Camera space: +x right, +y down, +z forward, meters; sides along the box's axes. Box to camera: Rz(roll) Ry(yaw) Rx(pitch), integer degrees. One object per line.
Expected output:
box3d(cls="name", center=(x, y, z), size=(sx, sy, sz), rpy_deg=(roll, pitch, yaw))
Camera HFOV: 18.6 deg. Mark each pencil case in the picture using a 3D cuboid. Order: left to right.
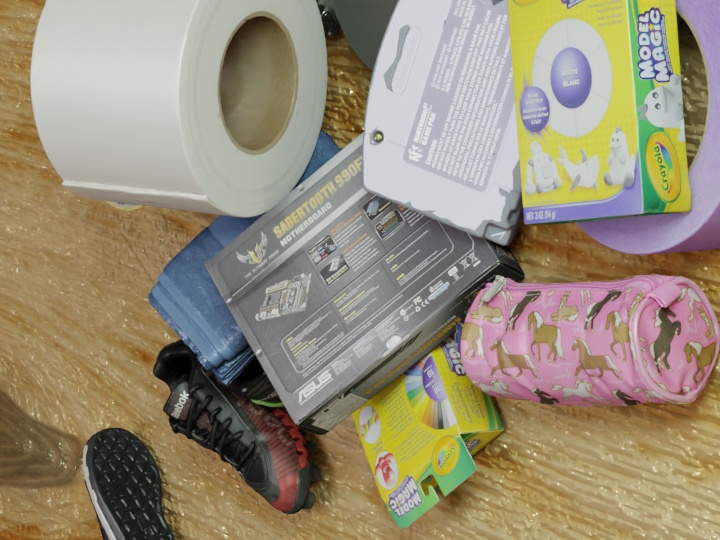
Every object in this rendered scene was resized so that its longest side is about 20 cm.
box3d(cls="pencil case", center=(0.152, 0.046, 1.485), size=(0.200, 0.086, 0.083), rpy_deg=(-1, 61, 54))

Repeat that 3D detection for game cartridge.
box3d(cls="game cartridge", center=(0.076, -0.133, 1.543), size=(0.133, 0.041, 0.200), rpy_deg=(22, 107, 13))

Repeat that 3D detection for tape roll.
box3d(cls="tape roll", center=(-0.133, -0.146, 1.666), size=(0.139, 0.203, 0.203), rpy_deg=(7, 100, 30))
box3d(cls="tape roll", center=(0.198, -0.112, 1.417), size=(0.200, 0.066, 0.201), rpy_deg=(6, 98, 54))

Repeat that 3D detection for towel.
box3d(cls="towel", center=(-0.072, -0.016, 1.736), size=(0.200, 0.049, 0.112), rpy_deg=(-47, 58, 8))

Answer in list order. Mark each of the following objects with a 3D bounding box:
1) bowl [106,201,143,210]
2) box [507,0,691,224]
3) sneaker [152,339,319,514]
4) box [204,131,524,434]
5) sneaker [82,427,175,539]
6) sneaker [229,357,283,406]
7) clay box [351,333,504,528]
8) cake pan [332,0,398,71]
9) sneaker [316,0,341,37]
box3d(cls="bowl", center=(-0.164, -0.154, 1.894), size=(0.201, 0.094, 0.201), rpy_deg=(9, 102, 54))
box3d(cls="box", center=(0.148, -0.132, 1.392), size=(0.117, 0.048, 0.201), rpy_deg=(-5, 88, 54))
box3d(cls="sneaker", center=(-0.110, 0.128, 1.845), size=(0.201, 0.098, 0.071), rpy_deg=(56, 133, 33))
box3d(cls="box", center=(0.000, 0.000, 1.634), size=(0.200, 0.048, 0.159), rpy_deg=(-39, 61, 14))
box3d(cls="sneaker", center=(-0.218, 0.245, 2.029), size=(0.083, 0.072, 0.200), rpy_deg=(-46, 57, 48))
box3d(cls="sneaker", center=(-0.073, 0.014, 1.792), size=(0.077, 0.084, 0.201), rpy_deg=(6, 99, 53))
box3d(cls="clay box", center=(0.038, 0.084, 1.674), size=(0.115, 0.048, 0.200), rpy_deg=(-44, 58, 45))
box3d(cls="cake pan", center=(0.046, -0.222, 1.615), size=(0.200, 0.037, 0.201), rpy_deg=(15, 110, 45))
box3d(cls="sneaker", center=(-0.035, -0.288, 1.718), size=(0.086, 0.077, 0.200), rpy_deg=(44, 127, 47))
